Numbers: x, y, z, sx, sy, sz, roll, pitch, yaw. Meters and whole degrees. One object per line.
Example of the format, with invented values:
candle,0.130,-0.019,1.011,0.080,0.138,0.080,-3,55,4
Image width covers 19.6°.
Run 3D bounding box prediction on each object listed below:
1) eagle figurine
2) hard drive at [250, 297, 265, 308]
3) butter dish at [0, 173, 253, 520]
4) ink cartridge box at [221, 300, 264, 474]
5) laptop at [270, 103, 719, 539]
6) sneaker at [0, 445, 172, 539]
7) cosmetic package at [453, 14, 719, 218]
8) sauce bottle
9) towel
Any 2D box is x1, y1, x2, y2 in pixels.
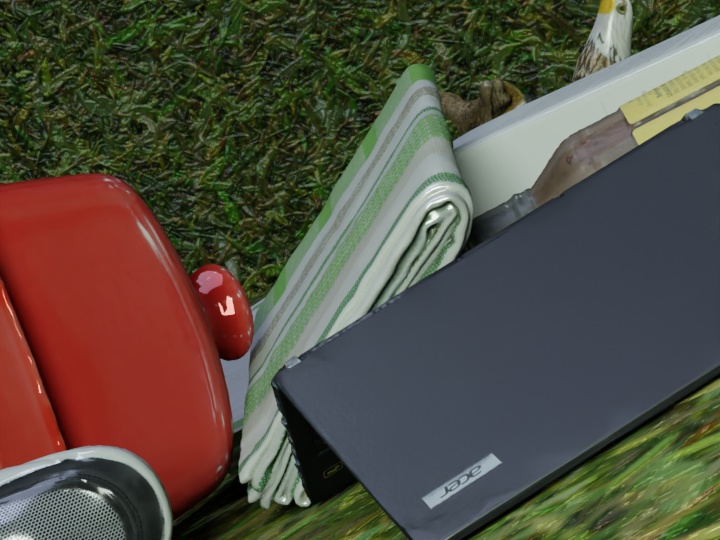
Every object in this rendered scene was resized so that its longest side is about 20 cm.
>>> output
eagle figurine,0.151,-0.086,1.101,0.200,0.151,0.152,-2,42,-11
hard drive,-0.053,0.022,2.010,0.200,0.026,0.132,-29,4,42
butter dish,-0.114,0.037,0.868,0.148,0.200,0.199,-20,-2,-25
ink cartridge box,-0.028,0.057,0.985,0.145,0.048,0.200,-29,19,36
laptop,0.071,0.035,0.688,0.177,0.103,0.200,-31,-23,-9
sneaker,-0.134,0.127,0.626,0.200,0.076,0.114,-38,5,-12
cosmetic package,0.127,-0.058,0.929,0.200,0.071,0.101,-23,6,30
sauce bottle,0.122,-0.041,0.817,0.200,0.065,0.065,-26,4,8
towel,0.000,0.000,0.858,0.149,0.031,0.200,-57,11,16
